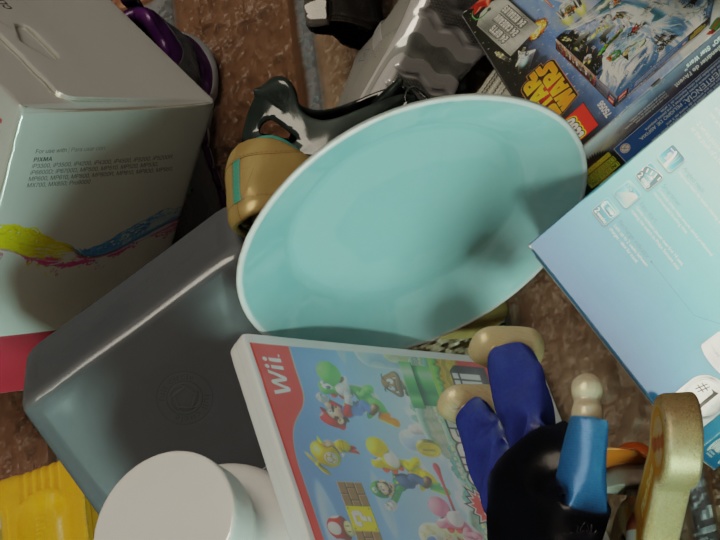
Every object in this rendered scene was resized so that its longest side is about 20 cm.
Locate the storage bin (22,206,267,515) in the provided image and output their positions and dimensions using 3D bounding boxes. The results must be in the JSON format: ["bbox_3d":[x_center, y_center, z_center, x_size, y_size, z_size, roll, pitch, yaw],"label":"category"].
[{"bbox_3d":[-0.092,0.061,1.561,0.199,0.135,0.146,-35,20,9],"label":"storage bin"}]

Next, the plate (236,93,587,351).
[{"bbox_3d":[0.025,-0.028,1.444,0.199,0.200,0.026,-33,52,10],"label":"plate"}]

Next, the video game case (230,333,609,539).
[{"bbox_3d":[0.036,0.102,1.462,0.017,0.199,0.144,-53,44,38],"label":"video game case"}]

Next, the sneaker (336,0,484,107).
[{"bbox_3d":[0.033,-0.143,1.659,0.082,0.075,0.201,4,55,54],"label":"sneaker"}]

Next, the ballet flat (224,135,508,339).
[{"bbox_3d":[0.000,0.000,1.528,0.069,0.199,0.063,-36,33,38],"label":"ballet flat"}]

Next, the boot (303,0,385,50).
[{"bbox_3d":[-0.012,-0.225,1.710,0.069,0.200,0.176,-8,93,20],"label":"boot"}]

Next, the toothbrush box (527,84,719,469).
[{"bbox_3d":[0.215,-0.015,1.453,0.200,0.085,0.147,-41,73,6],"label":"toothbrush box"}]

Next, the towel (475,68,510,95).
[{"bbox_3d":[0.181,-0.124,1.589,0.193,0.035,0.200,-49,52,-2],"label":"towel"}]

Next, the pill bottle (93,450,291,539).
[{"bbox_3d":[-0.055,0.172,1.459,0.112,0.200,0.114,-13,59,23],"label":"pill bottle"}]

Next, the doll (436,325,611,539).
[{"bbox_3d":[0.091,0.107,1.380,0.137,0.048,0.200,-62,26,26],"label":"doll"}]

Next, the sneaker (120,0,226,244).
[{"bbox_3d":[-0.133,-0.075,1.709,0.074,0.088,0.201,-19,56,20],"label":"sneaker"}]

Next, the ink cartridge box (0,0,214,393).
[{"bbox_3d":[-0.203,-0.051,1.647,0.145,0.144,0.201,44,126,39],"label":"ink cartridge box"}]

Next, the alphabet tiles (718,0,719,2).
[{"bbox_3d":[0.213,-0.180,1.509,0.167,0.199,0.006,51,131,50],"label":"alphabet tiles"}]

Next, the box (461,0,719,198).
[{"bbox_3d":[0.143,-0.136,1.541,0.137,0.040,0.200,-40,32,10],"label":"box"}]

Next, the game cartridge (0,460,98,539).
[{"bbox_3d":[-0.241,0.220,1.648,0.199,0.032,0.177,-23,56,19],"label":"game cartridge"}]

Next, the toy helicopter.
[{"bbox_3d":[0.150,0.125,1.384,0.078,0.201,0.133,2,49,-3],"label":"toy helicopter"}]

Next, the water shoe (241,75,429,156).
[{"bbox_3d":[0.032,-0.069,1.563,0.198,0.072,0.080,6,97,-8],"label":"water shoe"}]
